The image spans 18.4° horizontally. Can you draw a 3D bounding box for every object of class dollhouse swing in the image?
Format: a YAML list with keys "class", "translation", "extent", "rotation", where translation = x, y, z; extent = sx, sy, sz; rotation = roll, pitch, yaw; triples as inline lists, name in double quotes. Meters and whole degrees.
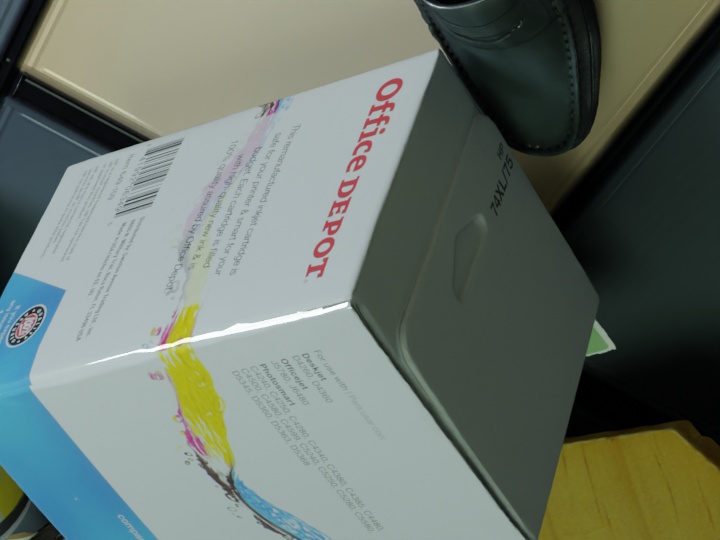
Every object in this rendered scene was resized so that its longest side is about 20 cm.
- class: "dollhouse swing"
  translation: [0.175, 0.152, 1.075]
  extent: [0.199, 0.175, 0.183]
  rotation: [-14, 91, 46]

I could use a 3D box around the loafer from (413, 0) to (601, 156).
- class: "loafer"
  translation: [0.043, -0.117, 0.857]
  extent: [0.068, 0.071, 0.201]
  rotation: [-4, 132, 24]

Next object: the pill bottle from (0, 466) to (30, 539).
- class: "pill bottle"
  translation: [-0.231, 0.050, 1.094]
  extent: [0.111, 0.112, 0.201]
  rotation: [6, 136, 14]

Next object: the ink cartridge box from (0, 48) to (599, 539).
- class: "ink cartridge box"
  translation: [-0.030, 0.031, 0.910]
  extent: [0.199, 0.147, 0.146]
  rotation: [-15, 127, 32]

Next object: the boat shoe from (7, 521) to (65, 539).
- class: "boat shoe"
  translation: [-0.163, 0.175, 1.229]
  extent: [0.073, 0.065, 0.199]
  rotation: [42, 131, -21]

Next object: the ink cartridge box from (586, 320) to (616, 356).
- class: "ink cartridge box"
  translation: [0.000, 0.000, 1.009]
  extent: [0.199, 0.048, 0.146]
  rotation: [-20, 124, 32]
